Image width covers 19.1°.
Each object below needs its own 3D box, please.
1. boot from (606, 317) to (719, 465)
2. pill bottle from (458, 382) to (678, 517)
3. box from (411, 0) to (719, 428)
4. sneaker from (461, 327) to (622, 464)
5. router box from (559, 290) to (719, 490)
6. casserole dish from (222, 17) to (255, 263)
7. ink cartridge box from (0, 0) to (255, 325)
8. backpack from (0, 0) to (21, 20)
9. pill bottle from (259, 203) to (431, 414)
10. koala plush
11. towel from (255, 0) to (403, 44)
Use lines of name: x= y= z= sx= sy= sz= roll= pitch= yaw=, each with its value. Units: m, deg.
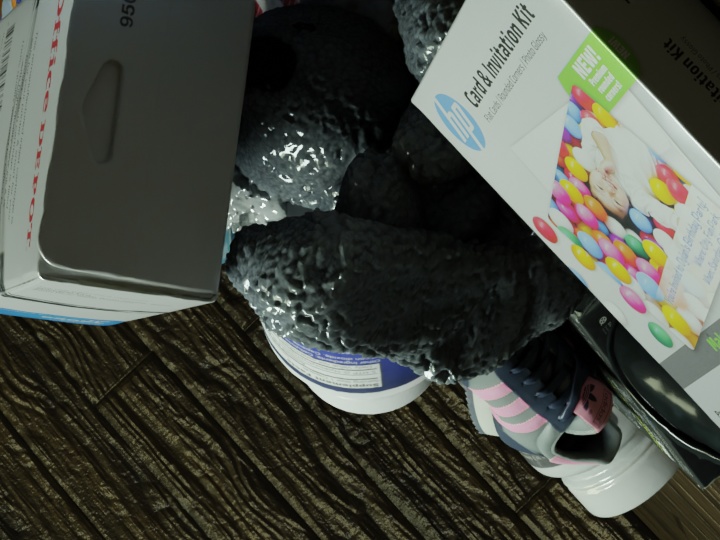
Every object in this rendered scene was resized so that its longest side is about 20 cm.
boot: x=0.180 y=0.056 z=0.900 sx=0.198 sy=0.074 sz=0.162 roll=39 pitch=177 yaw=21
pill bottle: x=0.137 y=0.073 z=1.512 sx=0.200 sy=0.113 sz=0.113 roll=49 pitch=177 yaw=-17
box: x=0.111 y=-0.025 z=0.743 sx=0.200 sy=0.041 sz=0.156 roll=48 pitch=163 yaw=5
sneaker: x=0.093 y=0.048 z=1.123 sx=0.082 sy=0.071 sz=0.200 roll=23 pitch=167 yaw=23
router box: x=0.136 y=0.017 z=1.198 sx=0.150 sy=0.062 sz=0.200 roll=44 pitch=176 yaw=43
casserole dish: x=-0.071 y=-0.070 z=1.148 sx=0.038 sy=0.122 sz=0.200 roll=7 pitch=-160 yaw=7
ink cartridge box: x=-0.121 y=-0.054 z=0.983 sx=0.083 sy=0.146 sz=0.200 roll=9 pitch=173 yaw=-19
backpack: x=-0.175 y=-0.125 z=1.241 sx=0.201 sy=0.190 sz=0.154 roll=52 pitch=147 yaw=-6
pill bottle: x=0.000 y=0.000 z=1.152 sx=0.120 sy=0.119 sz=0.200 roll=46 pitch=166 yaw=20
koala plush: x=0.002 y=-0.058 z=0.991 sx=0.200 sy=0.178 sz=0.183 roll=34 pitch=-177 yaw=41
towel: x=-0.033 y=-0.129 z=1.205 sx=0.145 sy=0.023 sz=0.200 roll=60 pitch=160 yaw=12
